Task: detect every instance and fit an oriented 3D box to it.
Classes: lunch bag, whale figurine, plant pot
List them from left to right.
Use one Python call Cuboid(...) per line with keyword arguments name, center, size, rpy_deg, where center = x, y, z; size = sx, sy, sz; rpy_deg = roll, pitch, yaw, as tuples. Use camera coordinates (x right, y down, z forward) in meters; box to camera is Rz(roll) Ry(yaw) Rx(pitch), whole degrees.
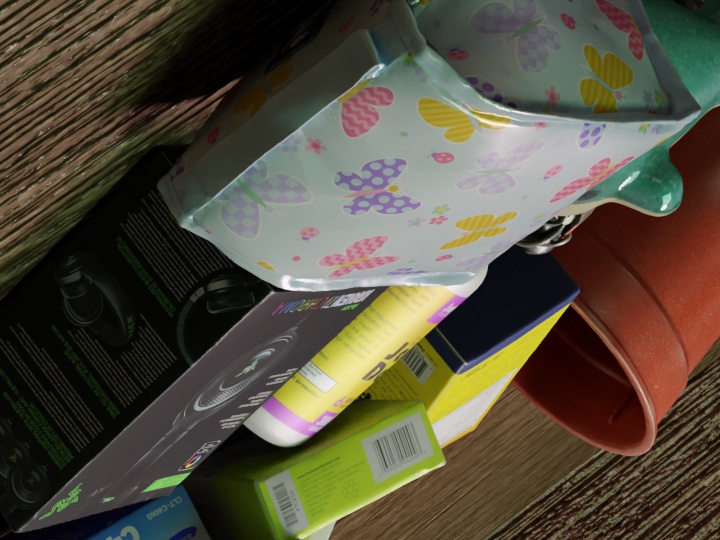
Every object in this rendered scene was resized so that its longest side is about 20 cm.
Cuboid(name="lunch bag", center=(0.025, -0.077, 1.335), size=(0.200, 0.128, 0.169), rpy_deg=(-6, 155, -49))
Cuboid(name="whale figurine", center=(0.140, -0.108, 1.531), size=(0.199, 0.160, 0.104), rpy_deg=(-12, 161, -21))
Cuboid(name="plant pot", center=(0.187, -0.014, 1.981), size=(0.195, 0.201, 0.201), rpy_deg=(-44, 170, -18))

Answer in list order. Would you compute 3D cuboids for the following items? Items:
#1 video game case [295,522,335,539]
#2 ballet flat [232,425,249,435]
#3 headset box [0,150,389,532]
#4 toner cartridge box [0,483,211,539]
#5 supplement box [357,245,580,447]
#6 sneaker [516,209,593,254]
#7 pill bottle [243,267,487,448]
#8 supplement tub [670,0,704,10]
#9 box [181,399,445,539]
Cuboid(name="video game case", center=(-0.102, 0.180, 1.726), size=(0.182, 0.023, 0.200), rpy_deg=(-21, -173, 9))
Cuboid(name="ballet flat", center=(-0.101, 0.077, 1.733), size=(0.199, 0.069, 0.063), rpy_deg=(-25, 177, -27))
Cuboid(name="headset box", center=(-0.104, 0.036, 1.474), size=(0.200, 0.093, 0.174), rpy_deg=(-43, 167, 18))
Cuboid(name="toner cartridge box", center=(-0.163, 0.166, 1.718), size=(0.095, 0.043, 0.200), rpy_deg=(-30, -174, -20))
Cuboid(name="supplement box", center=(0.038, 0.043, 1.893), size=(0.109, 0.110, 0.200), rpy_deg=(-31, 165, -33))
Cuboid(name="sneaker", center=(0.120, -0.048, 1.738), size=(0.200, 0.077, 0.082), rpy_deg=(-2, 103, -84))
Cuboid(name="pill bottle", center=(0.000, 0.000, 1.630), size=(0.200, 0.104, 0.104), rpy_deg=(-42, 168, 13))
Cuboid(name="supplement tub", center=(0.244, -0.165, 1.721), size=(0.122, 0.123, 0.200), rpy_deg=(-39, 168, -2))
Cuboid(name="box", center=(-0.052, 0.118, 1.731), size=(0.122, 0.048, 0.200), rpy_deg=(-25, -170, -28))
